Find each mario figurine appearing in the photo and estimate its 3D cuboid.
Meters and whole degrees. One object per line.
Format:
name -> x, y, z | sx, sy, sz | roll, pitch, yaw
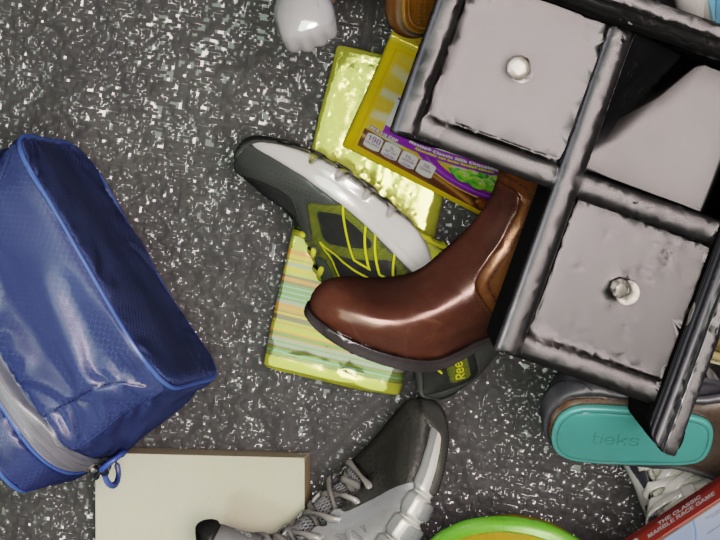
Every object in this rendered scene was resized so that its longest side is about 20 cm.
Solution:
mario figurine -> -0.001, -0.169, 1.073 | 0.200, 0.123, 0.106 | 29, 103, 49

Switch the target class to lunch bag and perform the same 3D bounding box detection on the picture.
lunch bag -> -0.187, 0.036, 1.111 | 0.132, 0.136, 0.200 | -33, 82, 9

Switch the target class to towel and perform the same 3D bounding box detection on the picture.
towel -> 0.004, -0.029, 1.147 | 0.086, 0.018, 0.201 | 13, 95, 1

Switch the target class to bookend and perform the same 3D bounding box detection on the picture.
bookend -> 0.090, -0.042, 0.931 | 0.199, 0.092, 0.199 | 20, 95, -1

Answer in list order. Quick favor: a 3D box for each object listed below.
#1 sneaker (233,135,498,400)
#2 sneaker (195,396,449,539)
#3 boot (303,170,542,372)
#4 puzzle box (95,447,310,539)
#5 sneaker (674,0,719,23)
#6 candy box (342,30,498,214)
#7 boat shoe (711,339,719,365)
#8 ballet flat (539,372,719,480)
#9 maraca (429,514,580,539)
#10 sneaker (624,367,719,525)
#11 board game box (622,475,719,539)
sneaker -> 0.000, 0.000, 1.101 | 0.200, 0.074, 0.085 | 38, 93, -4
sneaker -> -0.033, 0.151, 1.109 | 0.115, 0.075, 0.201 | 25, 88, -12
boot -> 0.073, -0.044, 1.010 | 0.187, 0.069, 0.201 | 6, 116, -8
puzzle box -> -0.097, 0.210, 1.171 | 0.132, 0.025, 0.201 | 1, 94, 7
sneaker -> 0.181, -0.173, 1.022 | 0.081, 0.200, 0.077 | 27, 106, 6
candy box -> 0.094, -0.064, 1.089 | 0.199, 0.026, 0.102 | 26, 139, 0
boat shoe -> 0.200, 0.019, 1.016 | 0.200, 0.063, 0.073 | 25, 103, -22
ballet flat -> 0.196, 0.081, 1.029 | 0.199, 0.073, 0.073 | 10, 95, -1
maraca -> 0.087, 0.227, 1.112 | 0.137, 0.107, 0.201 | 7, 120, 12
sneaker -> 0.188, 0.125, 1.074 | 0.079, 0.130, 0.200 | -16, 92, 7
board game box -> 0.197, 0.158, 1.000 | 0.200, 0.019, 0.103 | -36, 114, 13
